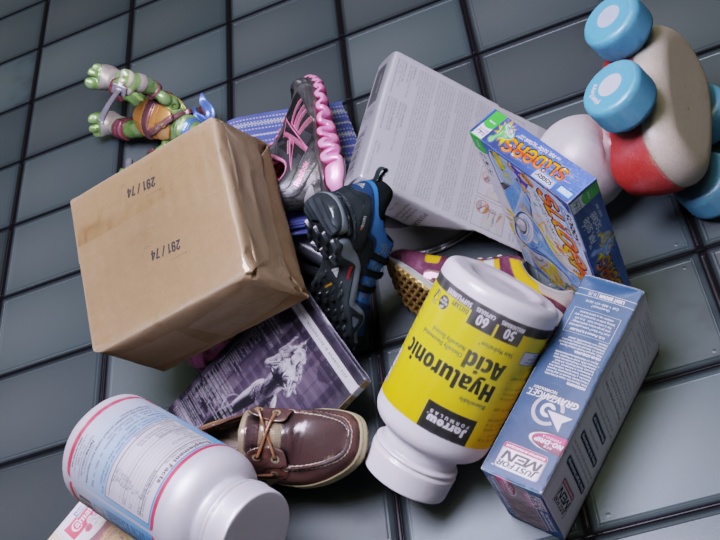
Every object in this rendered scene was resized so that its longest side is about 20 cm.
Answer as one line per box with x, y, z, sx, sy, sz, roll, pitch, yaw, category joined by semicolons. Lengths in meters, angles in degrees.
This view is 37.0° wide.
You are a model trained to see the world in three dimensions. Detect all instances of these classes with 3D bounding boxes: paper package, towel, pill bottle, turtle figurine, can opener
-0.173;-0.024;1.071;0.199;0.103;0.192;-27;62;23;paper package
-0.064;-0.112;1.195;0.144;0.024;0.201;-10;47;-9;towel
-0.160;0.191;0.940;0.199;0.109;0.109;21;67;36;pill bottle
-0.306;-0.188;1.377;0.200;0.144;0.193;-46;45;-16;turtle figurine
0.082;0.098;0.945;0.111;0.111;0.201;37;107;41;pill bottle
-0.110;-0.030;1.167;0.199;0.053;0.067;26;56;12;can opener

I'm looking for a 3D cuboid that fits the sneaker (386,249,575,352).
0.116;0.019;1.061;0.199;0.075;0.090;31;64;33;sneaker

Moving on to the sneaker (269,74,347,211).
-0.069;-0.136;1.159;0.095;0.079;0.201;-15;45;2;sneaker

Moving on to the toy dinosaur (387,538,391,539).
0.012;0.325;0.874;0.077;0.102;0.201;25;79;1;toy dinosaur

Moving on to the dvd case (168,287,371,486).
-0.095;0.124;1.064;0.200;0.016;0.149;-47;55;13;dvd case

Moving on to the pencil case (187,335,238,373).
-0.166;0.021;1.187;0.083;0.086;0.201;-43;44;20;pencil case

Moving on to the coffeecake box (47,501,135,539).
-0.194;0.280;1.009;0.199;0.073;0.154;26;70;39;coffeecake box

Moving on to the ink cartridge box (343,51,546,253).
0.093;-0.114;1.123;0.057;0.199;0.164;-32;37;56;ink cartridge box

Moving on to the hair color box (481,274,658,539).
0.184;0.115;0.925;0.060;0.100;0.201;17;64;34;hair color box

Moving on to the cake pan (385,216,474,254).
0.065;-0.105;1.196;0.199;0.037;0.201;-13;51;17;cake pan

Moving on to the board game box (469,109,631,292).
0.179;-0.043;0.981;0.034;0.200;0.135;-40;47;-7;board game box

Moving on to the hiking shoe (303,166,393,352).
0.000;0.000;1.057;0.086;0.201;0.074;-26;49;-25;hiking shoe

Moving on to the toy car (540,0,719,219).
0.239;-0.131;1.062;0.199;0.184;0.178;-25;43;39;toy car

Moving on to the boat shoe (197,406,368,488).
-0.087;0.159;0.989;0.199;0.072;0.073;-6;71;35;boat shoe
